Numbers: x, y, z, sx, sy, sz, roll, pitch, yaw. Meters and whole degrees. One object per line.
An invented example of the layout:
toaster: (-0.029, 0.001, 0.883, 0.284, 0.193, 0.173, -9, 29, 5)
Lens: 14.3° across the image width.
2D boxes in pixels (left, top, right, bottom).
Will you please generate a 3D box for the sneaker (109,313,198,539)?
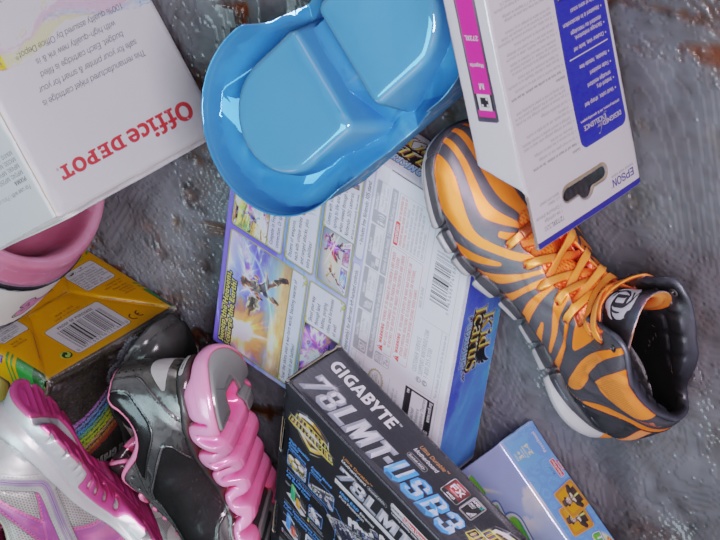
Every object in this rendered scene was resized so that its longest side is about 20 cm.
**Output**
sneaker: (-0.108, 0.114, 1.854, 0.088, 0.074, 0.201, 31, 142, 27)

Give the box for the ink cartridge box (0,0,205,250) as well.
ink cartridge box: (-0.199, -0.133, 1.731, 0.083, 0.145, 0.201, -24, 96, 48)

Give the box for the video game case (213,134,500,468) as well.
video game case: (0.000, 0.000, 1.689, 0.181, 0.045, 0.201, 32, 133, 27)

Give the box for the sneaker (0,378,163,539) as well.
sneaker: (-0.185, 0.158, 1.799, 0.200, 0.088, 0.081, 51, -175, -31)

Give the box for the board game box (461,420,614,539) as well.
board game box: (0.110, 0.205, 1.710, 0.201, 0.037, 0.151, 55, 141, 5)

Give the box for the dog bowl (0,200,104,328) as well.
dog bowl: (-0.242, -0.066, 1.790, 0.074, 0.200, 0.201, -25, 95, 36)

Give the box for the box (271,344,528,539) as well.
box: (0.027, 0.173, 1.692, 0.200, 0.050, 0.199, 44, 150, 26)

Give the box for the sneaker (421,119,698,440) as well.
sneaker: (0.117, 0.000, 1.533, 0.200, 0.078, 0.112, 54, 158, -12)

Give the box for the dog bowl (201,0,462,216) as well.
dog bowl: (-0.002, -0.113, 1.580, 0.200, 0.049, 0.112, -41, 72, 33)

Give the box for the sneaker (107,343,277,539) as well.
sneaker: (-0.106, 0.131, 1.792, 0.095, 0.079, 0.201, -2, 123, 15)

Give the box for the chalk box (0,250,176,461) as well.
chalk box: (-0.210, 0.099, 1.903, 0.124, 0.125, 0.201, 31, 131, 29)

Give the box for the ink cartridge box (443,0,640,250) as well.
ink cartridge box: (0.090, -0.121, 1.485, 0.037, 0.095, 0.201, 5, 117, 43)
